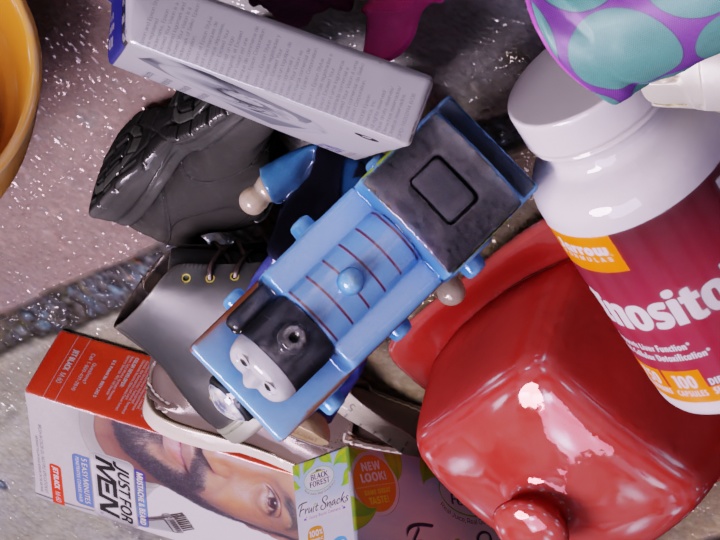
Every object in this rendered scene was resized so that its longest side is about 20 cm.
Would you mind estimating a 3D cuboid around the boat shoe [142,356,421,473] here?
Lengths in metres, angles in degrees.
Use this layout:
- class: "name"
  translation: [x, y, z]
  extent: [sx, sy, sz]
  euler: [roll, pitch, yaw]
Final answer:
- class: "boat shoe"
  translation: [-0.035, 0.084, 1.716]
  extent: [0.199, 0.072, 0.060]
  euler: [14, 124, 6]

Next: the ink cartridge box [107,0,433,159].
- class: "ink cartridge box"
  translation: [-0.074, -0.108, 1.387]
  extent: [0.199, 0.041, 0.200]
  euler: [21, 178, -6]

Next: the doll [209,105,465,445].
- class: "doll"
  translation: [-0.008, -0.007, 1.519]
  extent: [0.136, 0.201, 0.048]
  euler: [20, 171, 8]

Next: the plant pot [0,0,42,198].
- class: "plant pot"
  translation: [-0.287, -0.081, 1.600]
  extent: [0.200, 0.201, 0.183]
  euler: [26, 157, 1]

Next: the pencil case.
- class: "pencil case"
  translation: [0.169, -0.152, 1.245]
  extent: [0.200, 0.085, 0.093]
  euler: [-27, 88, 29]

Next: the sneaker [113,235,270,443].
- class: "sneaker"
  translation: [-0.044, 0.000, 1.575]
  extent: [0.106, 0.075, 0.200]
  euler: [41, 105, -14]

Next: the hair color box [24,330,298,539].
- class: "hair color box"
  translation: [-0.113, 0.121, 1.803]
  extent: [0.199, 0.064, 0.111]
  euler: [15, 138, 13]

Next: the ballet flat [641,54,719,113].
- class: "ballet flat"
  translation: [0.142, -0.117, 1.345]
  extent: [0.200, 0.071, 0.071]
  euler: [38, 148, 31]

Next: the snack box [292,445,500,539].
- class: "snack box"
  translation: [0.052, 0.187, 1.653]
  extent: [0.053, 0.143, 0.200]
  euler: [-23, 156, 40]

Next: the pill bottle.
- class: "pill bottle"
  translation: [0.160, -0.030, 1.450]
  extent: [0.113, 0.113, 0.200]
  euler: [-12, 127, 37]

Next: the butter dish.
- class: "butter dish"
  translation: [0.117, 0.100, 1.587]
  extent: [0.199, 0.148, 0.200]
  euler: [37, 139, -13]

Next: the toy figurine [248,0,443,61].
- class: "toy figurine"
  translation: [-0.051, -0.169, 1.418]
  extent: [0.184, 0.150, 0.200]
  euler: [37, 149, -27]

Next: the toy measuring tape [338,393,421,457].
- class: "toy measuring tape"
  translation: [-0.028, 0.043, 1.670]
  extent: [0.200, 0.074, 0.074]
  euler: [31, 140, -9]

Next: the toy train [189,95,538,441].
- class: "toy train"
  translation: [0.000, 0.000, 1.435]
  extent: [0.087, 0.200, 0.114]
  euler: [46, 169, 2]

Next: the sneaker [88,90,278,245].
- class: "sneaker"
  translation: [-0.075, -0.071, 1.581]
  extent: [0.091, 0.076, 0.200]
  euler: [29, 148, -19]
